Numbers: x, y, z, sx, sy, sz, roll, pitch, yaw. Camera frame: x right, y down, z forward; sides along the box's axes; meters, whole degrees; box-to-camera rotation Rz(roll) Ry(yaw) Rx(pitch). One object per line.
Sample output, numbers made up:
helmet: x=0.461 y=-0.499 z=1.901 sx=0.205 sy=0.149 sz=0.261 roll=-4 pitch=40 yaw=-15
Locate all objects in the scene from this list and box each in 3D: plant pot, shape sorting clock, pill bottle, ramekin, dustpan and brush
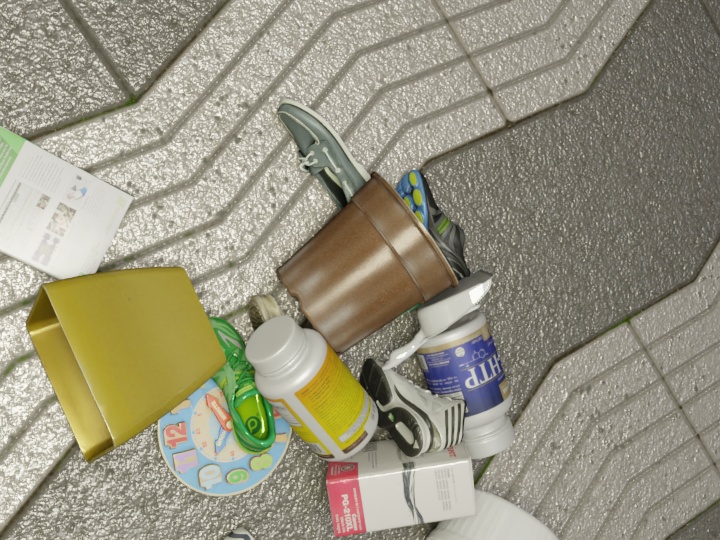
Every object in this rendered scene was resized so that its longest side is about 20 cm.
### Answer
plant pot: x=0.000 y=0.000 z=1.181 sx=0.197 sy=0.200 sz=0.201 roll=-37 pitch=102 yaw=-1
shape sorting clock: x=-0.187 y=0.215 z=1.181 sx=0.198 sy=0.039 sz=0.203 roll=1 pitch=88 yaw=-22
plant pot: x=-0.286 y=0.103 z=1.054 sx=0.175 sy=0.200 sz=0.202 roll=-23 pitch=85 yaw=-31
pill bottle: x=-0.066 y=0.155 z=1.115 sx=0.109 sy=0.109 sz=0.201 roll=-46 pitch=124 yaw=-17
ramekin: x=0.206 y=0.415 z=1.257 sx=0.200 sy=0.200 sz=0.098 roll=41 pitch=67 yaw=-16
dustpan and brush: x=0.107 y=0.074 z=1.209 sx=0.198 sy=0.140 sz=0.058 roll=-29 pitch=94 yaw=1
pill bottle: x=0.165 y=0.176 z=1.285 sx=0.119 sy=0.119 sz=0.202 roll=-23 pitch=97 yaw=-21

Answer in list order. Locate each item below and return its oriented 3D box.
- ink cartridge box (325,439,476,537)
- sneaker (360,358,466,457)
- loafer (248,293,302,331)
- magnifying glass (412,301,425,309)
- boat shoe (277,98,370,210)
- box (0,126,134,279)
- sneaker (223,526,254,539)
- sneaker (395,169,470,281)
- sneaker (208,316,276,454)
ink cartridge box: x=0.056 y=0.296 z=1.186 sx=0.197 sy=0.145 sz=0.086 roll=-9 pitch=96 yaw=1
sneaker: x=0.081 y=0.198 z=1.223 sx=0.114 sy=0.201 sz=0.076 roll=2 pitch=116 yaw=-29
loafer: x=-0.091 y=0.110 z=1.210 sx=0.068 sy=0.075 sz=0.201 roll=-38 pitch=112 yaw=-20
magnifying glass: x=0.074 y=0.045 z=1.305 sx=0.198 sy=0.022 sz=0.081 roll=1 pitch=88 yaw=-23
boat shoe: x=-0.056 y=-0.163 z=1.230 sx=0.200 sy=0.073 sz=0.062 roll=47 pitch=69 yaw=-20
box: x=-0.418 y=-0.080 z=1.097 sx=0.199 sy=0.036 sz=0.146 roll=29 pitch=78 yaw=-20
sneaker: x=-0.160 y=0.475 z=1.163 sx=0.129 sy=0.079 sz=0.201 roll=-34 pitch=101 yaw=-18
sneaker: x=0.113 y=-0.060 z=1.308 sx=0.082 sy=0.070 sz=0.201 roll=-29 pitch=97 yaw=-44
sneaker: x=-0.161 y=0.151 z=1.137 sx=0.074 sy=0.083 sz=0.202 roll=-26 pitch=91 yaw=-29
